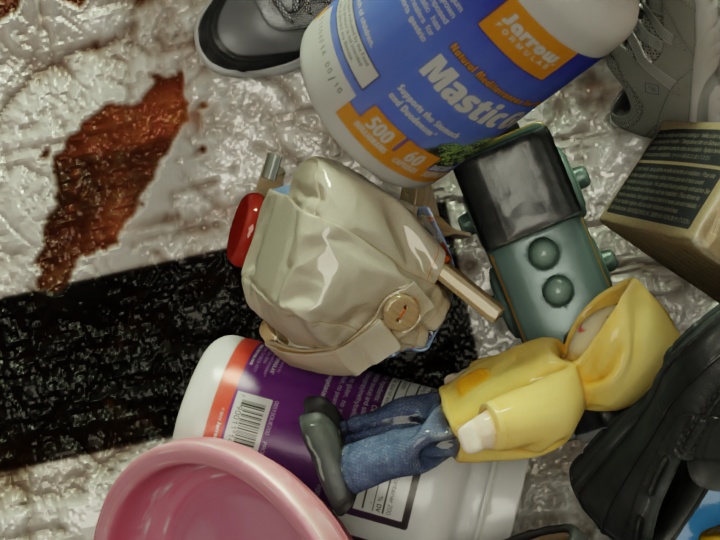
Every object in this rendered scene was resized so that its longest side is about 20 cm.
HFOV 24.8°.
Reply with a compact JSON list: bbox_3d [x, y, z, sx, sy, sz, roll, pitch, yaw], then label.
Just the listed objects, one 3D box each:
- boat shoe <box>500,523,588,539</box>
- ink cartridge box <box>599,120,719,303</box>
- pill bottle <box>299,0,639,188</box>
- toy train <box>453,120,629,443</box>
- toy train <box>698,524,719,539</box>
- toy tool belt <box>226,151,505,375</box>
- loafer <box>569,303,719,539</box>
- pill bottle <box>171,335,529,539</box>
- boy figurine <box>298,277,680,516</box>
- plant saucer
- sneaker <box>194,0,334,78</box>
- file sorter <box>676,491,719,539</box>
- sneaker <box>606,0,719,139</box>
[{"bbox_3d":[0.057,0.179,0.874,0.199,0.074,0.060,-20,119,45],"label":"boat shoe"},{"bbox_3d":[0.245,0.001,0.877,0.199,0.165,0.075,31,91,-10],"label":"ink cartridge box"},{"bbox_3d":[0.071,-0.138,0.841,0.200,0.112,0.113,-36,85,34],"label":"pill bottle"},{"bbox_3d":[0.110,0.007,0.941,0.085,0.114,0.202,-21,87,7],"label":"toy train"},{"bbox_3d":[0.195,0.219,0.840,0.150,0.056,0.201,37,97,5],"label":"toy train"},{"bbox_3d":[0.000,0.000,0.934,0.122,0.200,0.126,16,91,-16],"label":"toy tool belt"},{"bbox_3d":[0.173,0.072,0.797,0.071,0.068,0.201,55,139,23],"label":"loafer"},{"bbox_3d":[-0.005,0.114,0.955,0.198,0.112,0.113,15,91,6],"label":"pill bottle"},{"bbox_3d":[0.069,0.065,0.844,0.199,0.124,0.065,-22,98,9],"label":"boy figurine"},{"bbox_3d":[-0.061,0.183,0.876,0.199,0.051,0.202,11,108,37],"label":"plant saucer"},{"bbox_3d":[-0.016,-0.179,0.957,0.199,0.114,0.076,-26,86,6],"label":"sneaker"},{"bbox_3d":[0.195,0.206,0.925,0.138,0.123,0.201,24,92,7],"label":"file sorter"},{"bbox_3d":[0.163,-0.141,0.910,0.081,0.201,0.075,3,47,17],"label":"sneaker"}]
